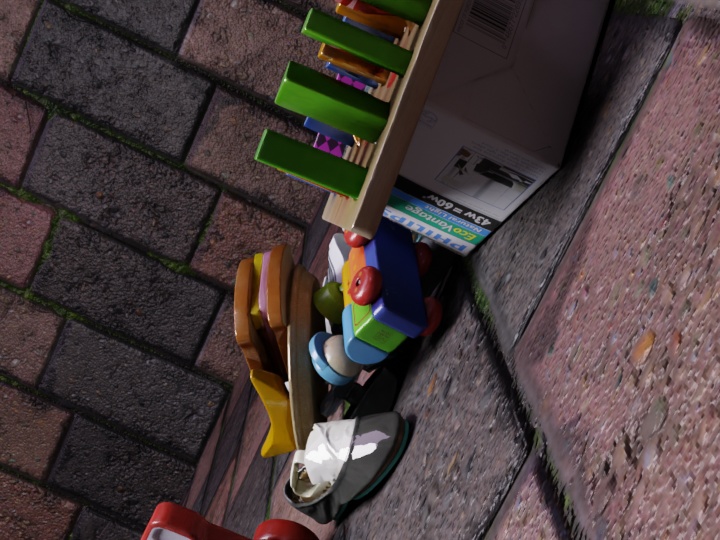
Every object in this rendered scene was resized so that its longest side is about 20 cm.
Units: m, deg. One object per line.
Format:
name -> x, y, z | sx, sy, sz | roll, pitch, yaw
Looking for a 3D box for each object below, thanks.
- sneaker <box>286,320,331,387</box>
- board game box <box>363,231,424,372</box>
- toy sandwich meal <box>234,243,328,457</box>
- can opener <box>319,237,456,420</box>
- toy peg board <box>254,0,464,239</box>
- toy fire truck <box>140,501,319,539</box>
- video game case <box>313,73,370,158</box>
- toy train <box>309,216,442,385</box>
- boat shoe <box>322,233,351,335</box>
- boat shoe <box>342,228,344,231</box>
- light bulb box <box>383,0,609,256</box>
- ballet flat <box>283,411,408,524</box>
sneaker -> -0.043, 0.089, 1.473 | 0.200, 0.087, 0.075 | -48, -7, -38
board game box -> 0.052, 0.000, 1.217 | 0.135, 0.028, 0.203 | 137, 157, -72
toy sandwich meal -> -0.074, 0.084, 1.128 | 0.205, 0.069, 0.209 | -2, -90, -86
can opener -> 0.028, 0.061, 1.104 | 0.202, 0.066, 0.053 | -58, 13, -4
toy peg board -> -0.012, -0.141, 0.897 | 0.199, 0.096, 0.203 | -147, 78, -80
toy fire truck -> -0.140, 0.294, 1.107 | 0.201, 0.166, 0.113 | -57, 10, 48
video game case -> 0.016, -0.173, 1.112 | 0.181, 0.035, 0.203 | 37, -109, -77
toy train -> 0.000, 0.000, 1.075 | 0.116, 0.084, 0.202 | -45, 34, 31
boat shoe -> -0.008, 0.022, 1.223 | 0.068, 0.071, 0.201 | -61, 14, 17
boat shoe -> 0.027, -0.063, 1.334 | 0.200, 0.061, 0.073 | -17, -53, -80
light bulb box -> 0.098, -0.150, 0.987 | 0.200, 0.123, 0.201 | 131, 161, -64
ballet flat -> -0.023, 0.174, 1.041 | 0.201, 0.067, 0.069 | 123, 164, -52
